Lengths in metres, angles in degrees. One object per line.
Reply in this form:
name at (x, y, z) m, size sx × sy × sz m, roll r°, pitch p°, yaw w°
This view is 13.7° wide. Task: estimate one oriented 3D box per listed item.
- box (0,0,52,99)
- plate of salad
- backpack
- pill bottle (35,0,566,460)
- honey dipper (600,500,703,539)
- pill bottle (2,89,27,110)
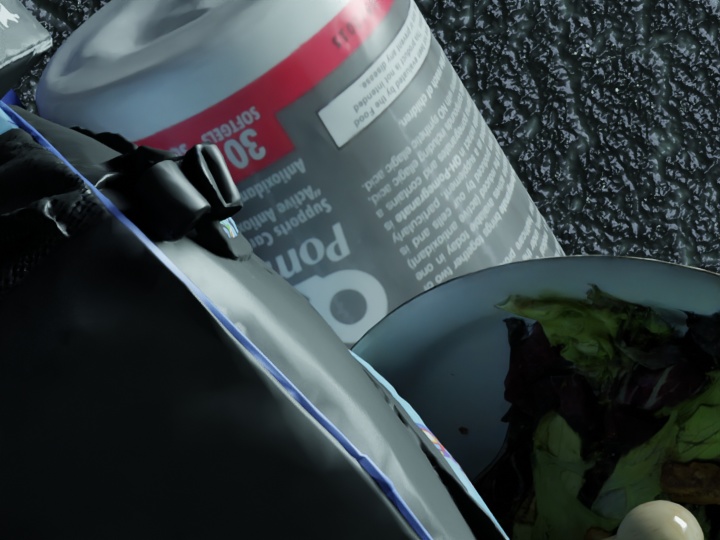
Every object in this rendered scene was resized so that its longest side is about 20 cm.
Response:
box at (-0.176, -0.080, 0.591) m, size 0.200 × 0.079 × 0.141 m, roll 47°, pitch 27°, yaw 2°
plate of salad at (0.076, 0.083, 0.821) m, size 0.200 × 0.200 × 0.048 m, roll 48°, pitch 38°, yaw -16°
backpack at (-0.063, 0.048, 0.742) m, size 0.183 × 0.135 × 0.200 m, roll 48°, pitch -5°, yaw -23°
pill bottle at (0.000, 0.000, 0.890) m, size 0.200 × 0.111 × 0.111 m, roll 58°, pitch -7°, yaw -20°
honey dipper at (0.008, 0.100, 0.812) m, size 0.038 × 0.200 × 0.038 m, roll 35°, pitch 44°, yaw -43°
pill bottle at (-0.174, -0.059, 0.891) m, size 0.200 × 0.112 × 0.112 m, roll 54°, pitch -2°, yaw 12°
